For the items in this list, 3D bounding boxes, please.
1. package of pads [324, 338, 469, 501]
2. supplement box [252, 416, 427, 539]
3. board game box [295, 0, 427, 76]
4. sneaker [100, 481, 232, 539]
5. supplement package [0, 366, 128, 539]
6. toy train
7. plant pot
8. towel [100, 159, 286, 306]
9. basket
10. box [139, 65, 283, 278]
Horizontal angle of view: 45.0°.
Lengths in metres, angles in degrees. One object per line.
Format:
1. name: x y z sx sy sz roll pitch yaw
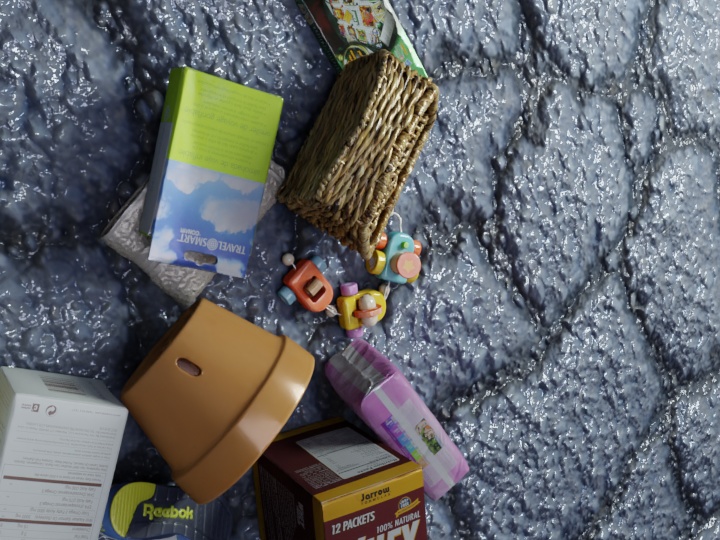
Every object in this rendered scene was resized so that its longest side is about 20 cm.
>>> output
1. package of pads: 0.045 0.186 1.098 0.075 0.120 0.201 -40 119 -6
2. supplement box: -0.026 0.312 1.036 0.131 0.199 0.201 -11 103 -28
3. board game box: 0.011 -0.271 1.068 0.105 0.023 0.201 -41 116 -20
4. sneaker: -0.226 0.280 0.993 0.199 0.081 0.075 33 52 -48
5. supplement package: -0.328 0.216 0.890 0.116 0.116 0.204 14 91 -31
6. toy train: 0.000 0.000 1.086 0.200 0.055 0.151 -42 117 -18
7. plant pot: -0.165 0.128 0.941 0.140 0.200 0.201 41 77 -12
8. towel: -0.180 -0.072 0.979 0.132 0.034 0.201 44 76 -28
9. basket: 0.024 -0.128 0.995 0.148 0.142 0.202 32 78 -25
10. box: -0.162 -0.103 0.937 0.120 0.047 0.204 11 92 -32
